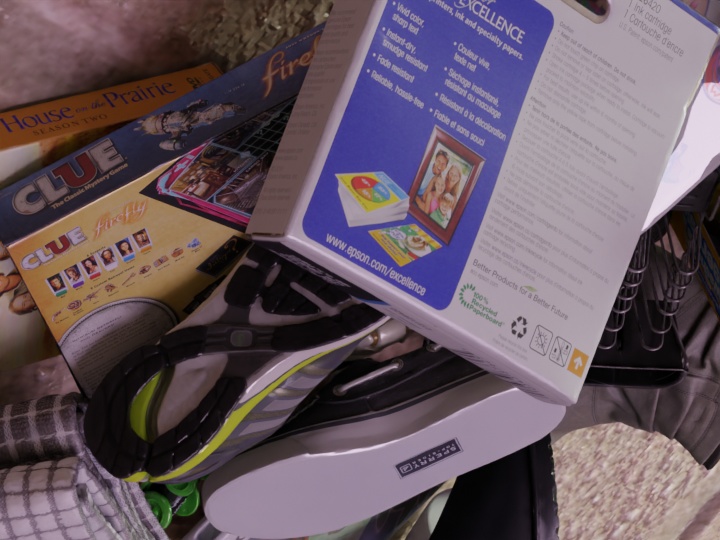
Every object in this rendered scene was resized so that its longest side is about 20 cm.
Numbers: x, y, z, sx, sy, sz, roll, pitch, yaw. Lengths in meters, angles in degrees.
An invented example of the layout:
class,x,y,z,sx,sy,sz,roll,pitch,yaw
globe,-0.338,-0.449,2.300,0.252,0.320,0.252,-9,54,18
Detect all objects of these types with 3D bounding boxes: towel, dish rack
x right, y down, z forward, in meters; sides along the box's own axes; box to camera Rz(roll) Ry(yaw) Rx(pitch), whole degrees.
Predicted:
class,x,y,z,sx,sy,sz,roll,pitch,yaw
towel,-0.186,0.144,1.326,0.165,0.086,0.200,-12,144,8
dish rack,0.117,-0.002,1.440,0.153,0.055,0.200,2,152,-5

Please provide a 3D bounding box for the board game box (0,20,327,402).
class,x,y,z,sx,sy,sz,roll,pitch,yaw
board game box,-0.066,-0.028,1.261,0.200,0.035,0.136,-28,141,-7

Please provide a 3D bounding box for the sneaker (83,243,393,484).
class,x,y,z,sx,sy,sz,roll,pitch,yaw
sneaker,-0.041,0.033,1.272,0.200,0.074,0.081,-35,163,0

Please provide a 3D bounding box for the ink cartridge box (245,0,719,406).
class,x,y,z,sx,sy,sz,roll,pitch,yaw
ink cartridge box,0.060,-0.066,1.227,0.197,0.047,0.200,30,75,-35

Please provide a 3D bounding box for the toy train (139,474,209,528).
class,x,y,z,sx,sy,sz,roll,pitch,yaw
toy train,-0.073,0.059,1.391,0.200,0.056,0.042,-52,166,28

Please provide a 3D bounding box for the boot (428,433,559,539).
class,x,y,z,sx,sy,sz,roll,pitch,yaw
boot,0.026,0.168,1.502,0.168,0.076,0.201,-1,96,-8

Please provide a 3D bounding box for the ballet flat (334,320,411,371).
class,x,y,z,sx,sy,sz,roll,pitch,yaw
ballet flat,0.000,0.000,1.401,0.073,0.073,0.200,-19,140,-27

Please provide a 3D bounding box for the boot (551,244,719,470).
class,x,y,z,sx,sy,sz,roll,pitch,yaw
boot,0.161,0.082,1.573,0.200,0.131,0.068,-59,170,24

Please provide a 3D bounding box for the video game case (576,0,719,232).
class,x,y,z,sx,sy,sz,roll,pitch,yaw
video game case,0.143,-0.147,1.319,0.182,0.024,0.200,-42,109,1

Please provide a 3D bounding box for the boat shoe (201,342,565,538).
class,x,y,z,sx,sy,sz,roll,pitch,yaw
boat shoe,0.007,0.080,1.404,0.200,0.068,0.072,-22,138,3

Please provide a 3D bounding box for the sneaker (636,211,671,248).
class,x,y,z,sx,sy,sz,roll,pitch,yaw
sneaker,0.148,-0.065,1.441,0.090,0.067,0.200,-5,153,25

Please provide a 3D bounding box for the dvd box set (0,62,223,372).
class,x,y,z,sx,sy,sz,roll,pitch,yaw
dvd box set,-0.158,-0.016,1.268,0.200,0.029,0.147,-16,136,-30

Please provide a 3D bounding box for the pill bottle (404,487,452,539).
class,x,y,z,sx,sy,sz,roll,pitch,yaw
pill bottle,0.039,0.233,1.637,0.114,0.114,0.200,-6,137,-39

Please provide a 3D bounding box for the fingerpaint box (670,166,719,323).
class,x,y,z,sx,sy,sz,roll,pitch,yaw
fingerpaint box,0.233,-0.030,1.426,0.073,0.200,0.167,-12,137,-9

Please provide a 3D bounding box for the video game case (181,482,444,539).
class,x,y,z,sx,sy,sz,roll,pitch,yaw
video game case,-0.024,0.140,1.537,0.182,0.023,0.200,-45,157,7
